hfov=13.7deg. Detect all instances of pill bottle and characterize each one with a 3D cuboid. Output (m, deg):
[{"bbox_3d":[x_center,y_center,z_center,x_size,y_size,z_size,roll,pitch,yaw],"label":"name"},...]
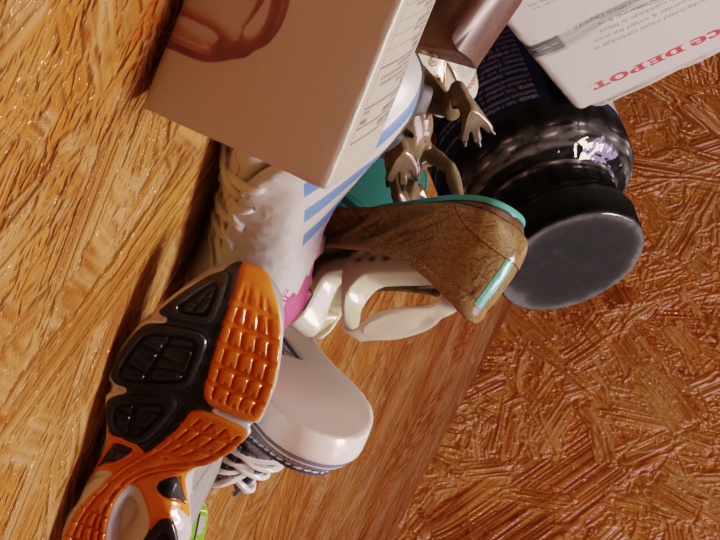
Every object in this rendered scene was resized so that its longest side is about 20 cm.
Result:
[{"bbox_3d":[0.087,-0.082,1.681,0.112,0.111,0.200,107,-29,-50],"label":"pill bottle"}]

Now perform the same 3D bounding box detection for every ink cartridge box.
[{"bbox_3d":[0.135,-0.179,1.537,0.200,0.145,0.084,42,27,-61],"label":"ink cartridge box"}]

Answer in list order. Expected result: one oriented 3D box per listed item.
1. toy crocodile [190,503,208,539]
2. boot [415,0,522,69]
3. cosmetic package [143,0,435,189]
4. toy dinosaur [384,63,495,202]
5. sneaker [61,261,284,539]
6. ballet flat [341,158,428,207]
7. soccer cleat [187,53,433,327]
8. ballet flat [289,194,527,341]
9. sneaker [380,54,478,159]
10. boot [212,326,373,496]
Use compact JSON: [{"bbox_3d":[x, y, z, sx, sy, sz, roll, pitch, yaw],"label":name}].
[{"bbox_3d":[-0.119,0.186,1.681,0.200,0.062,0.068,106,-29,-44],"label":"toy crocodile"},{"bbox_3d":[0.086,-0.167,1.343,0.200,0.064,0.186,-50,-179,5],"label":"boot"},{"bbox_3d":[-0.005,-0.146,1.218,0.103,0.087,0.201,-45,158,-76],"label":"cosmetic package"},{"bbox_3d":[0.023,-0.086,1.520,0.101,0.058,0.200,-122,-156,-50],"label":"toy dinosaur"},{"bbox_3d":[-0.089,0.065,1.458,0.200,0.076,0.092,-61,-175,32],"label":"sneaker"},{"bbox_3d":[-0.020,-0.021,1.739,0.067,0.068,0.200,-47,177,27],"label":"ballet flat"},{"bbox_3d":[-0.046,-0.039,1.446,0.086,0.070,0.200,5,126,-48],"label":"soccer cleat"},{"bbox_3d":[0.000,0.000,1.495,0.068,0.200,0.073,34,69,-41],"label":"ballet flat"},{"bbox_3d":[0.033,-0.138,1.587,0.073,0.084,0.200,-57,168,-42],"label":"sneaker"},{"bbox_3d":[-0.051,0.085,1.544,0.200,0.073,0.091,-122,-127,-70],"label":"boot"}]
